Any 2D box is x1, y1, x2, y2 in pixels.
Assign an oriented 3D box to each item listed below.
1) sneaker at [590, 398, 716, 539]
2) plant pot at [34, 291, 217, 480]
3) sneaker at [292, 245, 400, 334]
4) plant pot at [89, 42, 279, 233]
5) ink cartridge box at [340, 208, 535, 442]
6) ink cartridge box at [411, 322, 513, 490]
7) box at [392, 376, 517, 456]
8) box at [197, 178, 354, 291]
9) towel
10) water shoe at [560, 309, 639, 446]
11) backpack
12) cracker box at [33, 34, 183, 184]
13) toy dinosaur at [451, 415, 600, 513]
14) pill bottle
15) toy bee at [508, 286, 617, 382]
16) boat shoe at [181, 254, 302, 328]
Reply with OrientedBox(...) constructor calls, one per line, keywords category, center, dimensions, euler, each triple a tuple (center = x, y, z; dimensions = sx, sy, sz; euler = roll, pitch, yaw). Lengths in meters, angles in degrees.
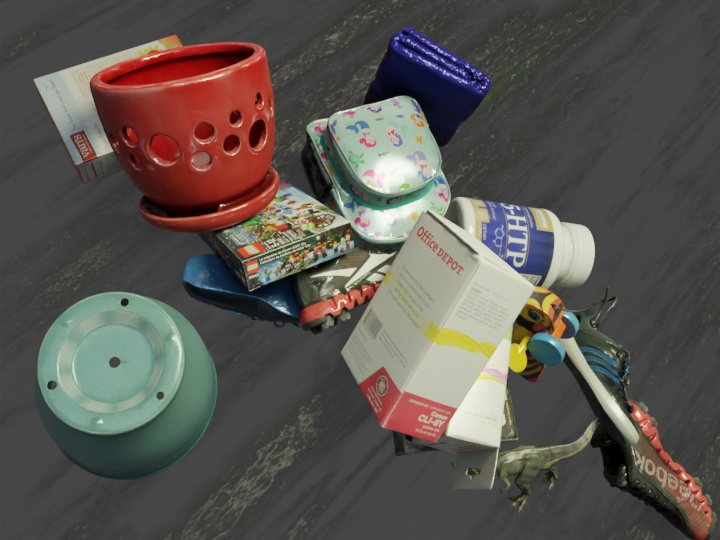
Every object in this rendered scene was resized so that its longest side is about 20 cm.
OrientedBox(category="sneaker", center=(0.381, 0.277, 0.817), dimensions=(0.097, 0.071, 0.202), euler=(-30, 79, -22))
OrientedBox(category="plant pot", center=(-0.252, 0.115, 0.656), dimensions=(0.196, 0.188, 0.204), euler=(4, 71, -12))
OrientedBox(category="sneaker", center=(0.000, 0.000, 0.766), dimensions=(0.198, 0.071, 0.099), euler=(-22, 85, -29))
OrientedBox(category="plant pot", center=(-0.191, -0.155, 0.726), dimensions=(0.197, 0.200, 0.186), euler=(-20, 121, -19))
OrientedBox(category="ink cartridge box", center=(0.077, 0.057, 0.672), dimensions=(0.082, 0.145, 0.202), euler=(23, 105, -27))
OrientedBox(category="ink cartridge box", center=(0.116, 0.147, 0.725), dimensions=(0.066, 0.117, 0.204), euler=(16, 68, -10))
OrientedBox(category="box", center=(0.113, 0.133, 0.819), dimensions=(0.156, 0.049, 0.204), euler=(0, 71, -16))
OrientedBox(category="box", center=(-0.113, -0.052, 0.755), dimensions=(0.135, 0.199, 0.038), euler=(-21, 121, -23))
OrientedBox(category="towel", center=(0.089, -0.252, 0.863), dimensions=(0.146, 0.200, 0.050), euler=(24, 79, -6))
OrientedBox(category="water shoe", center=(0.325, 0.130, 0.816), dimensions=(0.078, 0.072, 0.202), euler=(-24, 47, 4))
OrientedBox(category="backpack", center=(0.027, -0.125, 0.838), dimensions=(0.175, 0.151, 0.203), euler=(-18, 81, -20))
OrientedBox(category="cracker box", center=(-0.309, -0.219, 0.828), dimensions=(0.198, 0.058, 0.135), euler=(-27, 79, -22))
OrientedBox(category="toy dinosaur", center=(0.219, 0.253, 0.788), dimensions=(0.196, 0.048, 0.090), euler=(-15, 116, -4))
OrientedBox(category="pill bottle", center=(0.216, -0.031, 0.863), dimensions=(0.196, 0.120, 0.122), euler=(6, 70, -12))
OrientedBox(category="toy bee", center=(0.232, 0.060, 0.799), dimensions=(0.108, 0.202, 0.131), euler=(35, 35, 11))
OrientedBox(category="boat shoe", center=(-0.126, 0.024, 0.787), dimensions=(0.197, 0.069, 0.085), euler=(19, 59, -8))
